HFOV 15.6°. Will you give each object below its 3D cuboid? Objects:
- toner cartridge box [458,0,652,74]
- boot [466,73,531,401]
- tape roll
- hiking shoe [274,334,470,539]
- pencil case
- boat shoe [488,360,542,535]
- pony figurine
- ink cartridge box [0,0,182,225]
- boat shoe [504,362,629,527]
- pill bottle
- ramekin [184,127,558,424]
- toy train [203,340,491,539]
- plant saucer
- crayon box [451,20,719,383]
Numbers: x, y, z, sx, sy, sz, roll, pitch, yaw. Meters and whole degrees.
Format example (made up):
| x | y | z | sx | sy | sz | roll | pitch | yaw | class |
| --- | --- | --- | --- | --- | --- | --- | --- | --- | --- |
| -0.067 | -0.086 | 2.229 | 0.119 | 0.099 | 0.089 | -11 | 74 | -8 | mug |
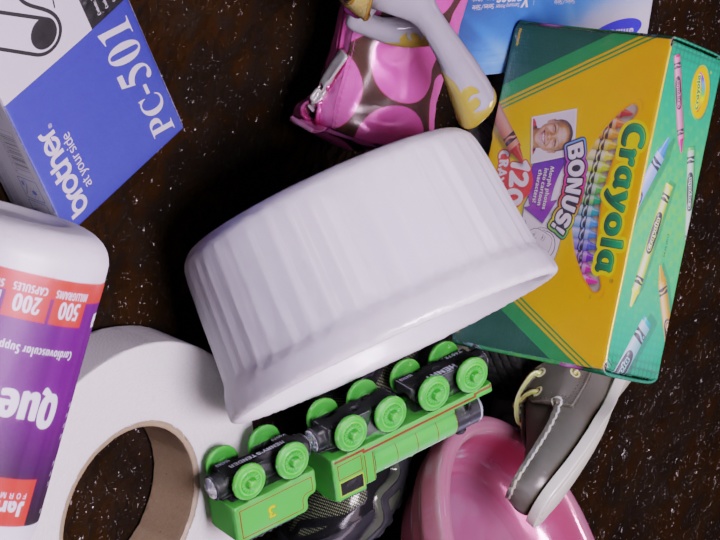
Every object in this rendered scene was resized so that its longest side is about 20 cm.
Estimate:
| x | y | z | sx | sy | sz | roll | pitch | yaw | class |
| --- | --- | --- | --- | --- | --- | --- | --- | --- | --- |
| 0.109 | -0.175 | 1.632 | 0.200 | 0.043 | 0.095 | -11 | 115 | -48 | toner cartridge box |
| 0.098 | -0.023 | 1.670 | 0.131 | 0.068 | 0.200 | -48 | 138 | -33 | boot |
| -0.139 | 0.130 | 1.469 | 0.203 | 0.037 | 0.203 | -24 | 123 | -44 | tape roll |
| -0.012 | 0.084 | 1.588 | 0.101 | 0.076 | 0.200 | 42 | 65 | -38 | hiking shoe |
| 0.020 | -0.165 | 1.497 | 0.093 | 0.091 | 0.201 | 10 | 96 | -41 | pencil case |
| 0.109 | 0.135 | 1.743 | 0.200 | 0.076 | 0.072 | -62 | 143 | -9 | boat shoe |
| 0.041 | -0.181 | 1.369 | 0.193 | 0.167 | 0.200 | -45 | 137 | 19 | pony figurine |
| -0.164 | -0.123 | 1.322 | 0.094 | 0.044 | 0.200 | -46 | 136 | -26 | ink cartridge box |
| 0.128 | 0.082 | 1.648 | 0.202 | 0.060 | 0.072 | -55 | 176 | -47 | boat shoe |
| -0.201 | 0.066 | 1.304 | 0.112 | 0.112 | 0.201 | 9 | 98 | -52 | pill bottle |
| 0.000 | 0.000 | 1.455 | 0.200 | 0.200 | 0.098 | -19 | 83 | -45 | ramekin |
| -0.004 | 0.100 | 1.526 | 0.200 | 0.042 | 0.057 | -23 | 121 | -28 | toy train |
| 0.087 | 0.190 | 1.610 | 0.200 | 0.051 | 0.201 | 41 | 35 | -38 | plant saucer |
| 0.134 | -0.042 | 1.569 | 0.058 | 0.119 | 0.201 | 14 | 88 | -49 | crayon box |
